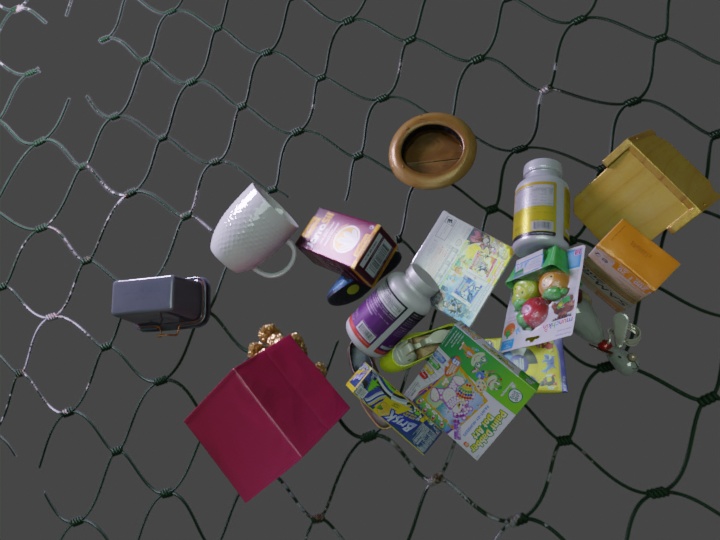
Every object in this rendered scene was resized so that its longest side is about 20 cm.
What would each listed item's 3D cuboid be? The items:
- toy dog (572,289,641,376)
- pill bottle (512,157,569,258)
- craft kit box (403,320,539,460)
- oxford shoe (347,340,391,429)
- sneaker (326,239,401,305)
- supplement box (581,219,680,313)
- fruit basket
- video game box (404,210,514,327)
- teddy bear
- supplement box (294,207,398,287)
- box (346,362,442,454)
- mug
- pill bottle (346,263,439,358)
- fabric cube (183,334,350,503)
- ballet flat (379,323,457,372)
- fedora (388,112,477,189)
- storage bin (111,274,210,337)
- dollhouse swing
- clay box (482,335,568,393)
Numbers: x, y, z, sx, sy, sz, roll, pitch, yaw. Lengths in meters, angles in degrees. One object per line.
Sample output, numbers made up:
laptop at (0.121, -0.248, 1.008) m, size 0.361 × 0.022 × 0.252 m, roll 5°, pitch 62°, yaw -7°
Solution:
toy dog at (0.464, 0.106, 1.030) m, size 0.199 × 0.097 × 0.132 m, roll 27°, pitch 60°, yaw 16°
pill bottle at (0.380, -0.128, 1.106) m, size 0.111 × 0.112 × 0.202 m, roll 5°, pitch 68°, yaw 13°
craft kit box at (0.216, 0.240, 1.056) m, size 0.197 × 0.048 × 0.201 m, roll 38°, pitch 113°, yaw 16°
oxford shoe at (0.017, 0.243, 1.123) m, size 0.071 × 0.073 × 0.201 m, roll -26°, pitch 74°, yaw 4°
sneaker at (0.000, 0.000, 1.195) m, size 0.200 × 0.066 × 0.079 m, roll -39°, pitch 49°, yaw 6°
supplement box at (0.499, -0.001, 1.012) m, size 0.074 × 0.200 × 0.126 m, roll -44°, pitch 72°, yaw -5°
fruit basket at (0.345, 0.054, 1.027) m, size 0.093 × 0.185 × 0.201 m, roll 36°, pitch 58°, yaw -15°
video game box at (0.210, -0.002, 1.153) m, size 0.181 × 0.047 × 0.201 m, roll 31°, pitch 86°, yaw 19°
teddy bear at (-0.169, 0.206, 1.174) m, size 0.145 × 0.067 × 0.200 m, roll -39°, pitch 72°, yaw 4°
supplement box at (-0.033, -0.054, 1.149) m, size 0.199 × 0.086 × 0.111 m, roll 21°, pitch 74°, yaw 42°
box at (0.067, 0.277, 1.064) m, size 0.200 × 0.070 × 0.064 m, roll 44°, pitch 82°, yaw -9°
mug at (-0.236, -0.070, 1.223) m, size 0.175 × 0.148 × 0.200 m, roll -45°, pitch 103°, yaw 5°
pill bottle at (0.069, 0.082, 1.102) m, size 0.200 × 0.112 × 0.113 m, roll -47°, pitch 72°, yaw 19°
fabric cube at (-0.181, 0.286, 1.046) m, size 0.200 × 0.200 × 0.196 m, roll 48°, pitch 119°, yaw 8°
ballet flat at (0.127, 0.160, 1.122) m, size 0.199 × 0.067 × 0.067 m, roll -23°, pitch 74°, yaw 6°
fedora at (0.166, -0.261, 1.203) m, size 0.199 × 0.082 × 0.202 m, roll -4°, pitch 76°, yaw 16°
storage bin at (-0.473, 0.079, 1.231) m, size 0.198 × 0.134 × 0.147 m, roll -6°, pitch 76°, yaw 11°
dollhouse swing at (0.591, -0.153, 1.115) m, size 0.181 × 0.176 × 0.200 m, roll -23°, pitch 68°, yaw -38°
clay box at (0.314, 0.196, 1.085) m, size 0.198 × 0.048 × 0.116 m, roll -4°, pitch 77°, yaw 10°
